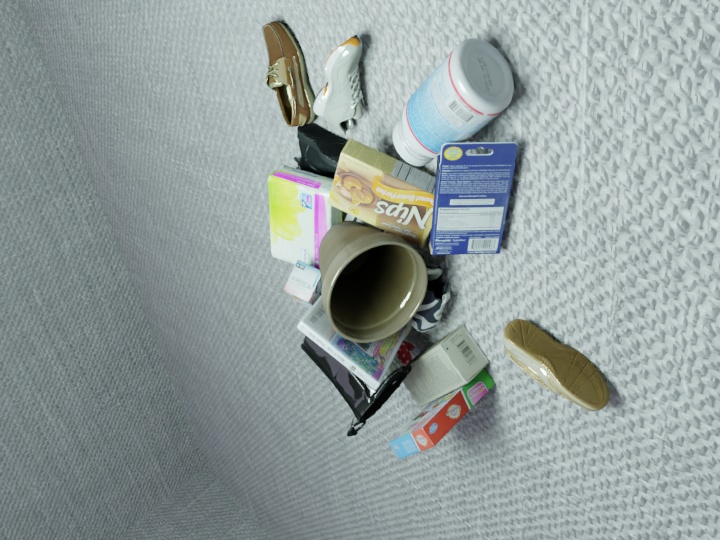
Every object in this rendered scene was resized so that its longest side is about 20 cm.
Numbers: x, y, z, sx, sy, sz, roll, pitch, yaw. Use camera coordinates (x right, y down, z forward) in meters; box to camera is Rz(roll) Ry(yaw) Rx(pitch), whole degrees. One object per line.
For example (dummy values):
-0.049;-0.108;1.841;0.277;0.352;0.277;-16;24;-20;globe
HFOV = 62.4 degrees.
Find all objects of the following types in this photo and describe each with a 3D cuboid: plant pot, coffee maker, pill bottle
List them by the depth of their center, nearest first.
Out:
0.130;-0.240;0.892;0.111;0.108;0.199;57;147;0;pill bottle
0.000;0.000;1.097;0.174;0.194;0.206;-131;27;-52;plant pot
-0.027;0.192;1.199;0.200;0.192;0.135;45;-177;20;coffee maker

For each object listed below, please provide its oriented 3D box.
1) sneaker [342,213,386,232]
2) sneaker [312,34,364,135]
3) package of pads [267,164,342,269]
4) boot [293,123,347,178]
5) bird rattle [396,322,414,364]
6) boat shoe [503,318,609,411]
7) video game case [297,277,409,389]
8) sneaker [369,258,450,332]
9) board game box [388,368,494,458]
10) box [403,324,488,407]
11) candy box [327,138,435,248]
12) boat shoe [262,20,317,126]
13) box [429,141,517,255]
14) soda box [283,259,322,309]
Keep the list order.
0.042;-0.121;1.159;0.114;0.076;0.202;38;147;7;sneaker
-0.020;-0.327;1.069;0.092;0.076;0.201;45;153;6;sneaker
-0.114;-0.100;1.210;0.150;0.068;0.205;17;128;19;package of pads
-0.071;-0.195;1.231;0.197;0.072;0.167;39;141;39;boot
0.048;0.107;1.260;0.202;0.111;0.164;54;143;18;bird rattle
0.324;0.164;1.000;0.199;0.073;0.070;42;156;26;boat shoe
-0.007;0.107;1.127;0.180;0.201;0.024;38;123;1;video game case
0.102;0.007;1.163;0.202;0.078;0.131;56;139;20;sneaker
0.161;0.285;1.188;0.041;0.198;0.153;51;147;6;board game box
0.165;0.201;1.227;0.096;0.077;0.200;54;147;6;box
0.047;-0.135;1.054;0.195;0.056;0.117;24;135;1;candy box
-0.149;-0.385;1.182;0.075;0.073;0.205;-2;115;53;boat shoe
0.175;-0.115;0.936;0.033;0.116;0.205;-92;1;-50;box
-0.093;0.047;1.249;0.062;0.070;0.200;24;170;16;soda box
